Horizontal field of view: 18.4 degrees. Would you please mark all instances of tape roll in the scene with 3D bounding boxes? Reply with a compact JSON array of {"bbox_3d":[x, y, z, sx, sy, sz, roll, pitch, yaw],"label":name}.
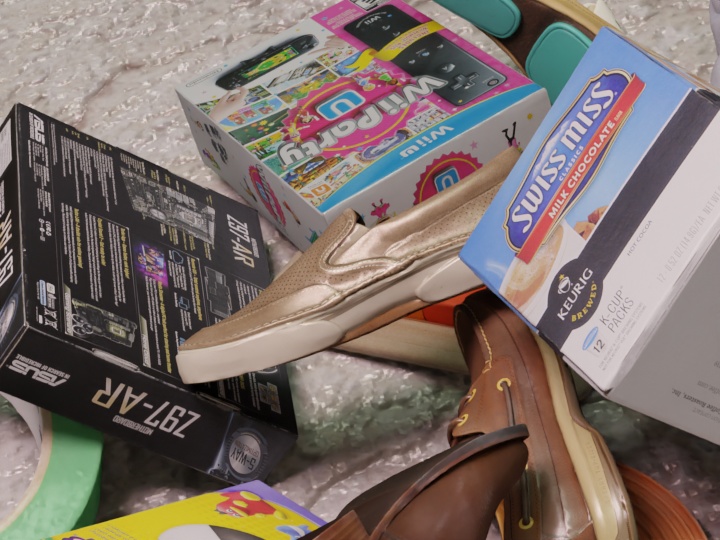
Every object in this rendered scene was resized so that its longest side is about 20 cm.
[{"bbox_3d":[-0.230,0.094,1.116,0.200,0.048,0.201,4,55,-6],"label":"tape roll"}]

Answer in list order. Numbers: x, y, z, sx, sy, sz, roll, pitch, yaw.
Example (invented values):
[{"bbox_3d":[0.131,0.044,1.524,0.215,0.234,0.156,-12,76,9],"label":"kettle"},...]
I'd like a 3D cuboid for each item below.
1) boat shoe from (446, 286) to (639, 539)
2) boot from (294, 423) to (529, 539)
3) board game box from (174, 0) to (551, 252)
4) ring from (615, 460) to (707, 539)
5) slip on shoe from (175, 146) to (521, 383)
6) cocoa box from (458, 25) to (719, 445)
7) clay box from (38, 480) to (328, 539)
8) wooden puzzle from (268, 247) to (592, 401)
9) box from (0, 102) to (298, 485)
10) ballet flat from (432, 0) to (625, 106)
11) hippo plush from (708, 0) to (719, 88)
[{"bbox_3d":[0.072,0.078,1.054,0.067,0.072,0.200,-15,40,-5],"label":"boat shoe"},{"bbox_3d":[0.054,0.179,0.918,0.064,0.200,0.186,-31,-3,43],"label":"boot"},{"bbox_3d":[0.004,-0.080,1.268,0.147,0.064,0.200,-30,36,-15],"label":"board game box"},{"bbox_3d":[0.067,0.157,1.032,0.200,0.019,0.201,-8,40,7],"label":"ring"},{"bbox_3d":[0.000,0.000,1.081,0.199,0.061,0.076,-21,-2,7],"label":"slip on shoe"},{"bbox_3d":[0.173,0.000,1.023,0.134,0.200,0.131,-57,40,12],"label":"cocoa box"},{"bbox_3d":[-0.062,0.147,0.932,0.115,0.048,0.200,29,17,26],"label":"clay box"},{"bbox_3d":[0.070,-0.015,1.227,0.199,0.037,0.185,14,46,30],"label":"wooden puzzle"},{"bbox_3d":[-0.120,0.010,1.169,0.044,0.160,0.200,-52,30,26],"label":"box"},{"bbox_3d":[0.105,-0.145,1.251,0.200,0.069,0.063,40,55,-3],"label":"ballet flat"},{"bbox_3d":[0.213,-0.126,1.219,0.159,0.200,0.161,19,72,0],"label":"hippo plush"}]
